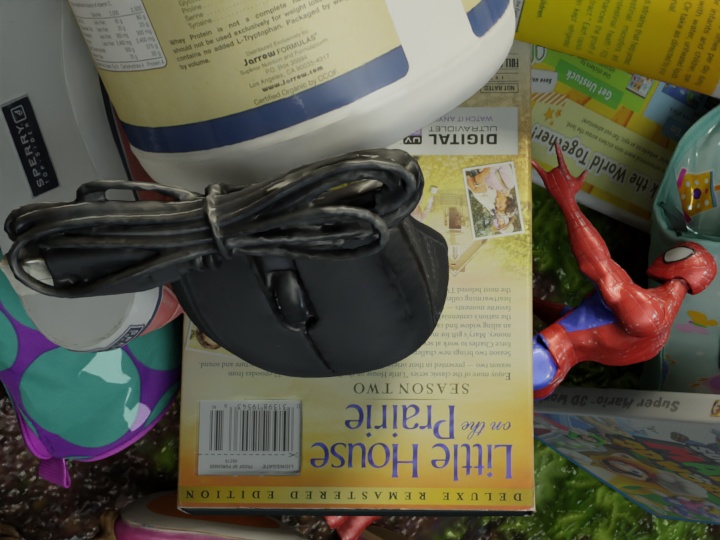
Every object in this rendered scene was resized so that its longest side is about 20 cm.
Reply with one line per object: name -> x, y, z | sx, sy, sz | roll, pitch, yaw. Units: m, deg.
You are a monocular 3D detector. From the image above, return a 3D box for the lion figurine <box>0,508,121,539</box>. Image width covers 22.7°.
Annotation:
lion figurine -> -0.136, 0.184, 0.781 | 0.122, 0.201, 0.072 | -26, 167, -46

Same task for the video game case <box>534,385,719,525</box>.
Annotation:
video game case -> 0.178, 0.095, 0.869 | 0.143, 0.199, 0.018 | 35, 69, -33

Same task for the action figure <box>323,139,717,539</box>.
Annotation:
action figure -> 0.055, 0.025, 0.776 | 0.199, 0.099, 0.065 | -29, 161, -2

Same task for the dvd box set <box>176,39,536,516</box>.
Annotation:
dvd box set -> 0.000, 0.000, 0.738 | 0.145, 0.029, 0.202 | -1, 77, 4

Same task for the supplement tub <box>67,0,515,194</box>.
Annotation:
supplement tub -> -0.043, -0.142, 0.597 | 0.144, 0.144, 0.201 | -27, 111, -14

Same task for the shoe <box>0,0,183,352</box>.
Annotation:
shoe -> -0.107, -0.072, 0.684 | 0.071, 0.091, 0.202 | -16, 91, 24

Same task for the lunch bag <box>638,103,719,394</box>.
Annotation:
lunch bag -> 0.224, -0.009, 0.865 | 0.199, 0.122, 0.171 | -28, 145, -13

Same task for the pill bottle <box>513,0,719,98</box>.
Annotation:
pill bottle -> 0.118, -0.129, 0.707 | 0.199, 0.104, 0.105 | 17, 106, 5

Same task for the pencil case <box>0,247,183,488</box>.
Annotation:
pencil case -> -0.153, -0.008, 0.721 | 0.093, 0.085, 0.200 | -53, 125, -21

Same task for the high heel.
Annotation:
high heel -> -0.050, 0.161, 0.845 | 0.199, 0.067, 0.097 | 18, 93, -53

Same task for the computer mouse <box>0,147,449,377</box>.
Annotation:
computer mouse -> -0.024, 0.008, 0.622 | 0.137, 0.200, 0.053 | -9, 80, 15

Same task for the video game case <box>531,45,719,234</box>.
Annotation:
video game case -> 0.148, -0.112, 0.839 | 0.199, 0.023, 0.183 | 18, 102, -45
